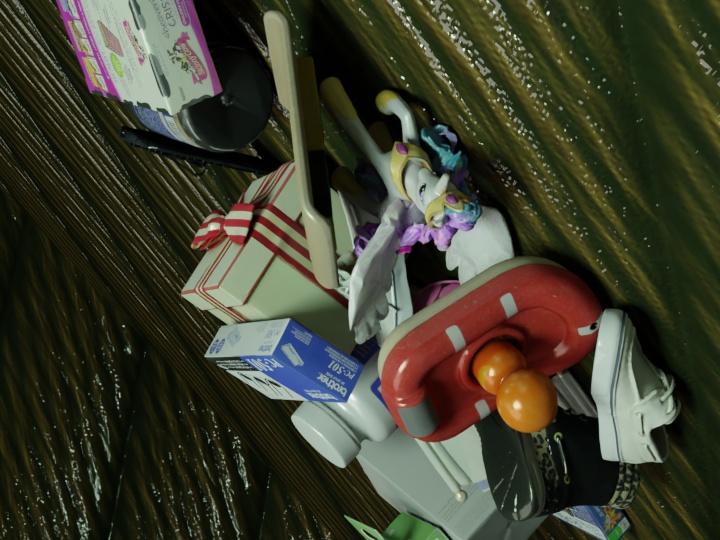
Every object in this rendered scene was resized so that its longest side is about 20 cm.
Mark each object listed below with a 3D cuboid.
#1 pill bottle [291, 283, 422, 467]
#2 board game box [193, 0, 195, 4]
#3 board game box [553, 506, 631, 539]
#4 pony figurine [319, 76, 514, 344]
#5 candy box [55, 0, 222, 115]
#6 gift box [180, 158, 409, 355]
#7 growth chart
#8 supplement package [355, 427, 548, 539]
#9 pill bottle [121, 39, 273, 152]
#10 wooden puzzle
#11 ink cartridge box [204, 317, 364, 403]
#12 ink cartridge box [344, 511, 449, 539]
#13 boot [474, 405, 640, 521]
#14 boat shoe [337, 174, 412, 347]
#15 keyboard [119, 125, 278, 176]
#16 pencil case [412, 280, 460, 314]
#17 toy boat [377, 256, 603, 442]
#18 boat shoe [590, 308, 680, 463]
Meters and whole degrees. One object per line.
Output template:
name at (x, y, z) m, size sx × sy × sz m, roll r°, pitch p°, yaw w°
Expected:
pill bottle at (0.017, 0.119, 1.246) m, size 0.112 × 0.200 × 0.112 m, roll 39°, pitch 162°, yaw 15°
board game box at (-0.241, -0.349, 1.099) m, size 0.196 × 0.056 × 0.200 m, roll 47°, pitch 162°, yaw -2°
board game box at (0.215, 0.239, 1.319) m, size 0.136 × 0.034 × 0.200 m, roll 56°, pitch 161°, yaw -24°
pony figurine at (0.039, -0.053, 0.969) m, size 0.200 × 0.165 × 0.194 m, roll 53°, pitch 158°, yaw 41°
candy box at (-0.220, -0.232, 1.063) m, size 0.199 × 0.061 × 0.137 m, roll 24°, pitch 136°, yaw 52°
gift box at (-0.078, -0.017, 1.229) m, size 0.186 × 0.201 × 0.184 m, roll 35°, pitch 159°, yaw -18°
growth chart at (0.157, 0.173, 1.147) m, size 0.145 × 0.199 × 0.018 m, roll 60°, pitch -159°, yaw -19°
supplement package at (0.108, 0.255, 1.348) m, size 0.199 × 0.120 × 0.122 m, roll 33°, pitch 160°, yaw 38°
pill bottle at (-0.188, -0.196, 1.205) m, size 0.199 × 0.112 × 0.112 m, roll 22°, pitch 150°, yaw 52°
wooden puzzle at (-0.044, -0.102, 0.984) m, size 0.185 × 0.037 × 0.202 m, roll 86°, pitch 172°, yaw -72°
ink cartridge box at (-0.083, 0.094, 1.143) m, size 0.094 × 0.044 × 0.200 m, roll 34°, pitch 162°, yaw -19°
ink cartridge box at (0.080, 0.342, 1.300) m, size 0.200 × 0.059 × 0.104 m, roll 49°, pitch 164°, yaw -13°
boot at (0.184, 0.138, 1.071) m, size 0.073 × 0.153 × 0.205 m, roll -35°, pitch 56°, yaw 48°
boat shoe at (0.001, 0.001, 1.115) m, size 0.075 × 0.085 × 0.204 m, roll -120°, pitch 21°, yaw -62°
keyboard at (-0.184, -0.124, 1.280) m, size 0.199 × 0.040 × 0.104 m, roll 10°, pitch -167°, yaw -43°
pencil case at (0.123, 0.104, 1.183) m, size 0.093 × 0.091 × 0.201 m, roll -12°, pitch 133°, yaw 19°
toy boat at (0.121, 0.083, 0.935) m, size 0.131 × 0.199 × 0.131 m, roll 51°, pitch 171°, yaw 46°
boat shoe at (0.241, 0.106, 0.962) m, size 0.069 × 0.071 × 0.201 m, roll 6°, pitch 140°, yaw 22°
